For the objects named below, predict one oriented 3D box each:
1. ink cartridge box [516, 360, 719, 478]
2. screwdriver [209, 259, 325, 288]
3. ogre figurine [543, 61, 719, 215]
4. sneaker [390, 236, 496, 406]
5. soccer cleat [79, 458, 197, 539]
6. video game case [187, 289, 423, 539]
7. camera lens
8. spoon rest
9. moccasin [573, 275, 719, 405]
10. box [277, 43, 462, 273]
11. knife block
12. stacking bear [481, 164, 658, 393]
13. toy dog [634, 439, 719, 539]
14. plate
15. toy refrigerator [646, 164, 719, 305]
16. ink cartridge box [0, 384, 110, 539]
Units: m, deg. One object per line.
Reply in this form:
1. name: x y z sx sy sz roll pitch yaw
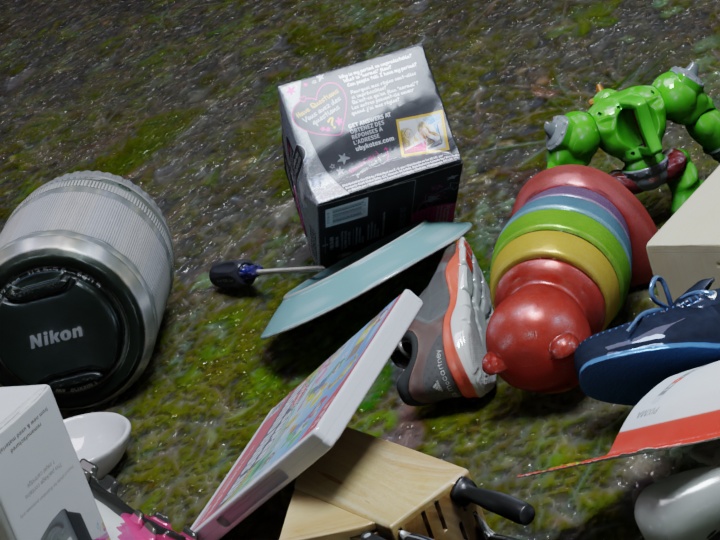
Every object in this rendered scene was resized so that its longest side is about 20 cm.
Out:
1. ink cartridge box: 0.208 0.076 1.105 0.199 0.050 0.162 -9 -8 -24
2. screwdriver: -0.082 -0.003 1.632 0.028 0.029 0.200 -4 -5 -31
3. ogre figurine: 0.231 -0.095 1.520 0.199 0.120 0.098 -15 22 7
4. sneaker: 0.058 0.039 1.417 0.082 0.077 0.200 -21 20 15
5. soccer cleat: -0.168 0.198 1.256 0.200 0.070 0.087 28 91 43
6. video game case: -0.041 0.105 1.248 0.200 0.017 0.143 -43 10 48
7. camera lens: -0.247 0.014 1.598 0.159 0.161 0.200 -16 22 9
8. spoon rest: -0.266 0.159 1.413 0.199 0.061 0.099 -31 25 -25
9. moccasin: 0.240 0.042 1.251 0.199 0.081 0.068 -9 53 -5
10. box: 0.005 -0.091 1.568 0.131 0.115 0.200 -17 -17 -5
11. knife block: 0.043 0.156 1.165 0.175 0.064 0.200 -13 22 13
12. stacking bear: 0.144 0.017 1.358 0.121 0.114 0.200 -9 29 23
13. toy dog: 0.263 0.135 1.014 0.199 0.097 0.132 -19 1 35
14. plate: 0.000 0.000 1.525 0.199 0.026 0.200 -28 3 1
15. toy refrigerator: 0.296 -0.034 1.386 0.070 0.076 0.200 0 28 38
16. ink cartridge box: -0.236 0.179 1.156 0.147 0.201 0.086 -5 25 30
